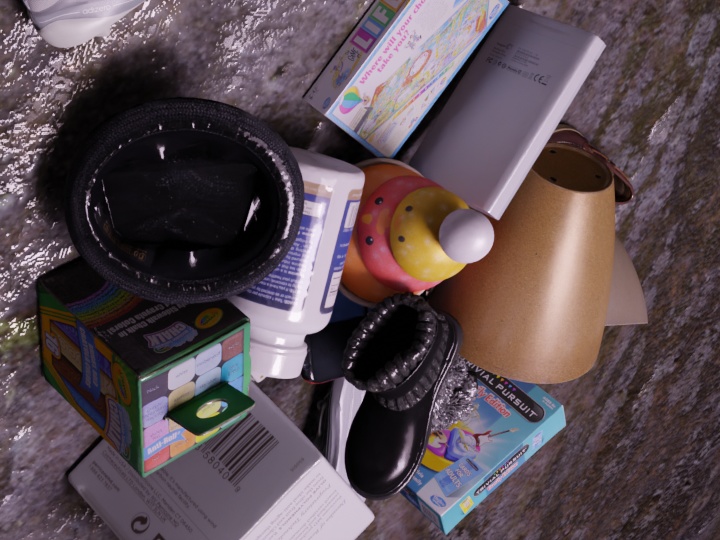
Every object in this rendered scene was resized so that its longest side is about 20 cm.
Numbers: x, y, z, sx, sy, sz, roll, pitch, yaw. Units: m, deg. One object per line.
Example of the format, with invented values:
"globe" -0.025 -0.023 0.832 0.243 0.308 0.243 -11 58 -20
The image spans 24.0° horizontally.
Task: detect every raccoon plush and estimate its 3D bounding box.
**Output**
"raccoon plush" 0.069 0.128 1.879 0.134 0.096 0.201 72 30 -49

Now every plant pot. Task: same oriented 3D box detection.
"plant pot" 0.180 -0.022 1.712 0.186 0.186 0.201 -19 136 -40
"plant pot" 0.225 -0.001 1.933 0.200 0.199 0.136 1 86 -51

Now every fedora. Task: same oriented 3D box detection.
"fedora" -0.150 -0.070 1.427 0.199 0.092 0.202 -5 115 -10

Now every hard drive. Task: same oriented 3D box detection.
"hard drive" 0.141 -0.159 1.674 0.027 0.132 0.201 35 86 -44

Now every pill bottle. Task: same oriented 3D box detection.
"pill bottle" -0.071 -0.009 1.564 0.111 0.111 0.201 2 106 -51

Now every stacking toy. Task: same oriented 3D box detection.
"stacking toy" 0.061 -0.037 1.580 0.145 0.200 0.147 0 89 -29

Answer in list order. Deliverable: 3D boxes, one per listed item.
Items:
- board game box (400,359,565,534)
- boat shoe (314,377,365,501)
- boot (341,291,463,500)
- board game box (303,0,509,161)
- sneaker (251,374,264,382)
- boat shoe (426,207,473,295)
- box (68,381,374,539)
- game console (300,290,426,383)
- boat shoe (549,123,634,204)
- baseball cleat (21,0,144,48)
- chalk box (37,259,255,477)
"board game box" 0.118 0.190 1.995 0.200 0.151 0.047 -40 146 -18
"boat shoe" -0.022 0.166 1.878 0.072 0.071 0.201 7 97 -39
"boot" 0.025 0.122 1.629 0.158 0.079 0.212 14 95 -75
"board game box" 0.046 -0.211 1.618 0.200 0.034 0.134 -53 148 2
"sneaker" -0.074 0.063 1.714 0.200 0.074 0.116 28 101 -47
"boat shoe" 0.055 -0.027 1.791 0.065 0.072 0.201 26 109 -20
"box" -0.135 0.223 1.670 0.200 0.199 0.171 -45 147 -6
"game console" 0.000 0.000 1.688 0.176 0.031 0.202 -13 102 -49
"boat shoe" 0.256 -0.111 1.939 0.072 0.072 0.200 -56 147 8
"baseball cleat" -0.169 -0.251 1.281 0.200 0.070 0.107 -43 147 -15
"chalk box" -0.175 0.083 1.479 0.124 0.200 0.125 -27 141 -31
